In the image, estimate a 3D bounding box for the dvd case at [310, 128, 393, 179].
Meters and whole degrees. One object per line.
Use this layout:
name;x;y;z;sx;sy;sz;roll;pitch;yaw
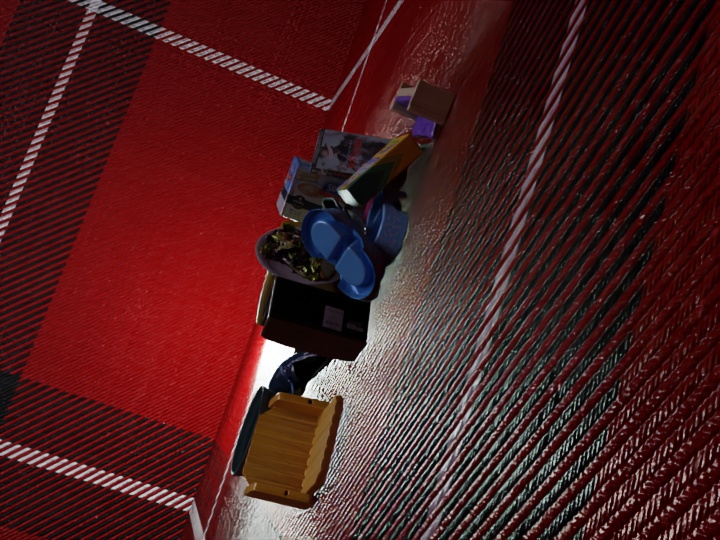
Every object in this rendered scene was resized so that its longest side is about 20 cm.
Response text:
dvd case;-0.008;-0.263;1.795;0.022;0.198;0.147;96;-177;-48

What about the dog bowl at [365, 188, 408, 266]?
dog bowl;0.050;-0.094;1.571;0.201;0.049;0.112;-87;21;-57

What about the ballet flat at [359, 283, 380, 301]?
ballet flat;0.000;0.000;1.604;0.200;0.067;0.076;-103;1;-73

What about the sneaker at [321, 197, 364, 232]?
sneaker;-0.041;-0.116;1.630;0.073;0.119;0.201;-23;27;3

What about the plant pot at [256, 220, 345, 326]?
plant pot;-0.122;0.003;1.741;0.201;0.198;0.177;-82;-2;-46

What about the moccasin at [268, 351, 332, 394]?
moccasin;-0.139;0.219;1.729;0.200;0.080;0.068;-43;7;22

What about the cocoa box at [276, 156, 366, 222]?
cocoa box;-0.085;-0.173;1.854;0.133;0.198;0.132;-119;49;-71

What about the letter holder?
letter holder;-0.099;0.116;1.551;0.143;0.198;0.101;120;162;-47

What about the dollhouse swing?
dollhouse swing;-0.132;0.326;1.478;0.176;0.180;0.202;90;-168;-60

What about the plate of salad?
plate of salad;-0.118;-0.040;1.605;0.201;0.198;0.048;-86;8;-53

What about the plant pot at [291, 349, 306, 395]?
plant pot;-0.138;0.219;1.872;0.200;0.027;0.202;10;-90;-85

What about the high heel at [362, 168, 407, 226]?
high heel;0.045;-0.178;1.710;0.202;0.067;0.096;-71;22;8

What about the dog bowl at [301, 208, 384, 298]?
dog bowl;-0.031;-0.039;1.502;0.049;0.200;0.112;-28;-20;-46

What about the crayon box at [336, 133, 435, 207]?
crayon box;0.048;-0.212;1.586;0.200;0.052;0.126;-41;11;-6

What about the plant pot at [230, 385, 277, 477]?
plant pot;-0.190;0.372;1.711;0.200;0.133;0.202;-159;90;-78

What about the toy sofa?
toy sofa;0.119;-0.332;1.607;0.200;0.082;0.098;-123;55;-75
